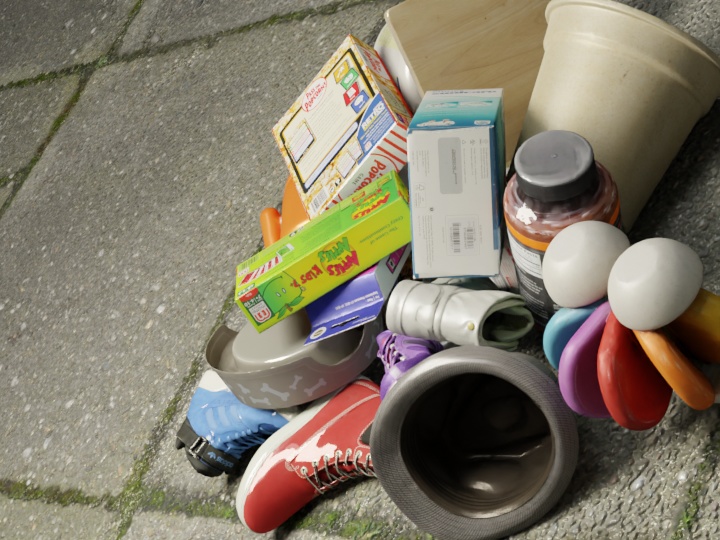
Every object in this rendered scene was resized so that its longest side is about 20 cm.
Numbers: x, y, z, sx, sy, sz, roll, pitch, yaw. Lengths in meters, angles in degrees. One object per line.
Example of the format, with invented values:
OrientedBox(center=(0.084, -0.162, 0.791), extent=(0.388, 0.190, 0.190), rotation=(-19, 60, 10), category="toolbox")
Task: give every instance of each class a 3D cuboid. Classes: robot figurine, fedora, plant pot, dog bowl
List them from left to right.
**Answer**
OrientedBox(center=(-0.064, 0.076, 1.751), extent=(0.200, 0.059, 0.200), rotation=(-19, 24, 9), category="dog bowl")
OrientedBox(center=(-0.037, -0.059, 1.906), extent=(0.144, 0.116, 0.200), rotation=(-44, 28, 34), category="robot figurine")
OrientedBox(center=(0.114, 0.145, 1.488), extent=(0.200, 0.177, 0.090), rotation=(-47, -4, 31), category="fedora")
OrientedBox(center=(0.238, -0.143, 1.619), extent=(0.200, 0.200, 0.184), rotation=(15, 77, 56), category="plant pot")

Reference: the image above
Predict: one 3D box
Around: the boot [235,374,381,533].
OrientedBox(center=(-0.031, 0.203, 1.654), extent=(0.200, 0.072, 0.144), rotation=(-47, 32, -7), category="boot")

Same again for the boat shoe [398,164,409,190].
OrientedBox(center=(0.038, -0.106, 1.860), extent=(0.070, 0.066, 0.200), rotation=(-28, 59, 26), category="boat shoe")

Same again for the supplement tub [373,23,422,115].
OrientedBox(center=(0.094, -0.238, 1.899), extent=(0.145, 0.145, 0.200), rotation=(-47, 17, 0), category="supplement tub")

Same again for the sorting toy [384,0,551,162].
OrientedBox(center=(0.150, -0.227, 1.765), extent=(0.200, 0.199, 0.070), rotation=(-27, 7, -8), category="sorting toy")

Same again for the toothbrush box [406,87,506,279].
OrientedBox(center=(0.097, -0.088, 1.593), extent=(0.085, 0.147, 0.200), rotation=(-1, 15, 7), category="toothbrush box")

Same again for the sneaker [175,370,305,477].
OrientedBox(center=(-0.128, 0.183, 1.789), extent=(0.200, 0.077, 0.111), rotation=(14, 73, 47), category="sneaker")

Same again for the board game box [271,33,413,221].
OrientedBox(center=(-0.017, -0.151, 1.819), extent=(0.152, 0.046, 0.200), rotation=(-49, 35, 19), category="board game box")

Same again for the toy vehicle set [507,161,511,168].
OrientedBox(center=(0.124, -0.075, 1.815), extent=(0.200, 0.027, 0.124), rotation=(-53, 32, -10), category="toy vehicle set")

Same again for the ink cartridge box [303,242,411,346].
OrientedBox(center=(0.000, 0.000, 1.718), extent=(0.095, 0.037, 0.200), rotation=(-22, 24, 30), category="ink cartridge box")

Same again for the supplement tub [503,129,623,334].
OrientedBox(center=(0.190, -0.034, 1.508), extent=(0.107, 0.200, 0.107), rotation=(-7, 46, 8), category="supplement tub")

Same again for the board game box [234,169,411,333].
OrientedBox(center=(-0.034, -0.021, 1.696), extent=(0.200, 0.048, 0.102), rotation=(-32, 19, 8), category="board game box")

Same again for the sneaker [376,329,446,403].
OrientedBox(center=(0.042, 0.096, 1.590), extent=(0.081, 0.083, 0.200), rotation=(-44, -4, 8), category="sneaker")

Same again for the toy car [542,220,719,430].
OrientedBox(center=(0.233, 0.062, 1.388), extent=(0.150, 0.175, 0.200), rotation=(-55, 33, -10), category="toy car")

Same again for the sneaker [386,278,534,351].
OrientedBox(center=(0.118, 0.045, 1.566), extent=(0.115, 0.200, 0.074), rotation=(13, 101, 26), category="sneaker")

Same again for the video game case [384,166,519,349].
OrientedBox(center=(0.113, -0.004, 1.717), extent=(0.200, 0.018, 0.143), rotation=(-36, 50, 15), category="video game case")
